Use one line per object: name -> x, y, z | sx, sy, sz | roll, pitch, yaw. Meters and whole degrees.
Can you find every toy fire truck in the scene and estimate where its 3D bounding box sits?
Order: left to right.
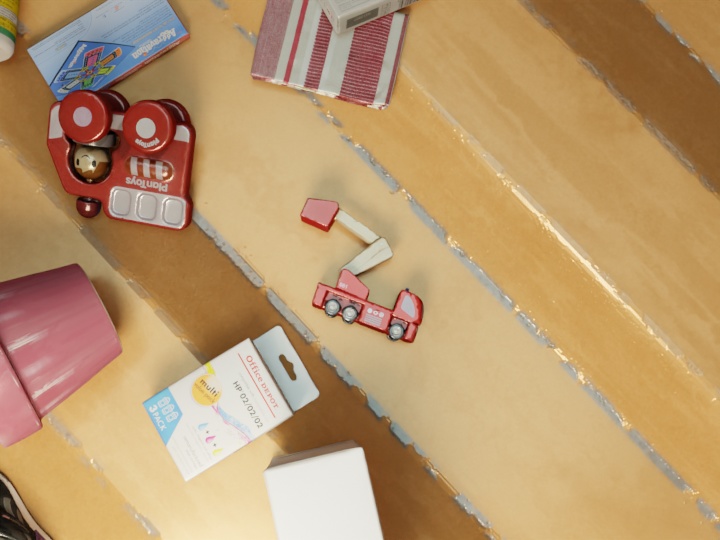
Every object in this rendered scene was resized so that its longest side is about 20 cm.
toy fire truck -> -0.313, -0.145, 1.225 | 0.197, 0.112, 0.170 | 9, 101, 0
toy fire truck -> 0.000, 0.000, 1.238 | 0.198, 0.049, 0.143 | 20, 82, 1

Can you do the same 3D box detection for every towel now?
towel -> -0.042, -0.311, 1.292 | 0.198, 0.023, 0.146 | 13, 80, -2

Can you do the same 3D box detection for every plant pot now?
plant pot -> -0.401, 0.088, 1.152 | 0.178, 0.200, 0.201 | -28, 84, -21

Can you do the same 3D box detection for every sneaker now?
sneaker -> -0.457, 0.313, 1.162 | 0.200, 0.088, 0.076 | 42, 83, 4

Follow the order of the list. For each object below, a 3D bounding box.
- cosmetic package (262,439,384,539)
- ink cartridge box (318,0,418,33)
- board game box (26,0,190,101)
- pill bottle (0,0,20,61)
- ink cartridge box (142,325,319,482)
cosmetic package -> -0.035, 0.317, 1.120 | 0.121, 0.200, 0.202 | -12, 84, -3
ink cartridge box -> -0.005, -0.445, 1.294 | 0.161, 0.057, 0.201 | -25, 73, -12
board game box -> -0.344, -0.311, 1.281 | 0.199, 0.019, 0.104 | -33, 83, -6
pill bottle -> -0.506, -0.390, 1.239 | 0.111, 0.113, 0.203 | 3, 82, -2
ink cartridge box -> -0.162, 0.166, 1.201 | 0.199, 0.068, 0.116 | -32, 85, -6
